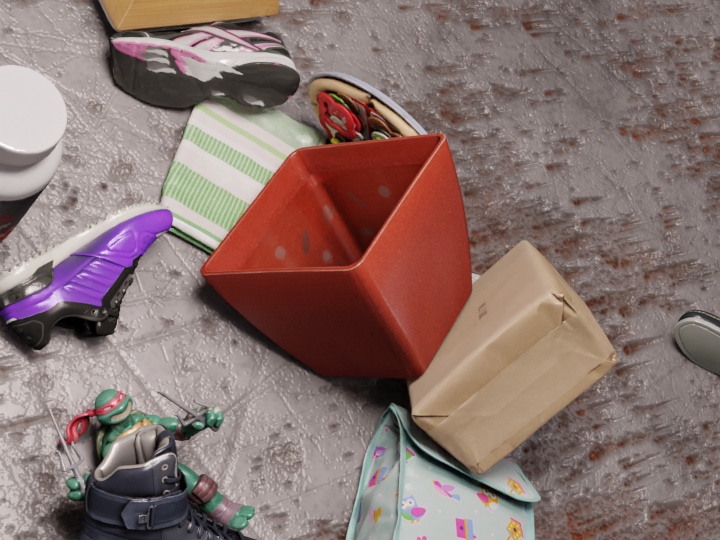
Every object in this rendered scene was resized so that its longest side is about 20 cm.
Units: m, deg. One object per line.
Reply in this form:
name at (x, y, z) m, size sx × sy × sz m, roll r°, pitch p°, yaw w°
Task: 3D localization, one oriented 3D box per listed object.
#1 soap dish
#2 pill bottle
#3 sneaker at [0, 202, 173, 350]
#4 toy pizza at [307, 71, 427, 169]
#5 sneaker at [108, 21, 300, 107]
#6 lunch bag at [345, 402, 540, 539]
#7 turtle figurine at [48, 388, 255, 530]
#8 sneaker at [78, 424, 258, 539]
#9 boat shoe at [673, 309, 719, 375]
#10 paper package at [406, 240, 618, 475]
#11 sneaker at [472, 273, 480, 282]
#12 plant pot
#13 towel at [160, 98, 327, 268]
soap dish at (-0.195, -0.338, 1.451) m, size 0.200 × 0.081 × 0.157 m, roll -14°, pitch 68°, yaw -35°
pill bottle at (-0.327, -0.098, 1.193) m, size 0.111 × 0.200 × 0.111 m, roll 13°, pitch 63°, yaw -26°
sneaker at (-0.249, 0.011, 1.284) m, size 0.200 × 0.070 × 0.100 m, roll -32°, pitch 95°, yaw -34°
toy pizza at (0.016, -0.129, 1.439) m, size 0.200 × 0.200 × 0.032 m, roll 44°, pitch 73°, yaw -8°
sneaker at (-0.167, -0.223, 1.434) m, size 0.200 × 0.080 × 0.086 m, roll 7°, pitch 44°, yaw -19°
lunch bag at (0.084, 0.242, 1.355) m, size 0.170 × 0.122 × 0.200 m, roll 26°, pitch 49°, yaw -18°
turtle figurine at (-0.187, 0.170, 1.223) m, size 0.150 × 0.101 × 0.200 m, roll -36°, pitch 107°, yaw -11°
sneaker at (-0.138, 0.207, 1.159) m, size 0.202 × 0.077 × 0.146 m, roll 3°, pitch 103°, yaw -22°
boat shoe at (0.466, 0.097, 1.700) m, size 0.200 × 0.076 × 0.060 m, roll 37°, pitch 54°, yaw -28°
paper package at (0.142, 0.084, 1.367) m, size 0.103 × 0.191 × 0.200 m, roll 47°, pitch 10°, yaw -12°
sneaker at (0.154, 0.064, 1.515) m, size 0.200 × 0.079 × 0.078 m, roll 17°, pitch 51°, yaw 3°
plant pot at (0.000, 0.000, 1.360) m, size 0.200 × 0.200 × 0.176 m, roll -55°, pitch 129°, yaw -37°
towel at (-0.123, -0.098, 1.437) m, size 0.152 × 0.023 × 0.200 m, roll 29°, pitch 56°, yaw -18°
